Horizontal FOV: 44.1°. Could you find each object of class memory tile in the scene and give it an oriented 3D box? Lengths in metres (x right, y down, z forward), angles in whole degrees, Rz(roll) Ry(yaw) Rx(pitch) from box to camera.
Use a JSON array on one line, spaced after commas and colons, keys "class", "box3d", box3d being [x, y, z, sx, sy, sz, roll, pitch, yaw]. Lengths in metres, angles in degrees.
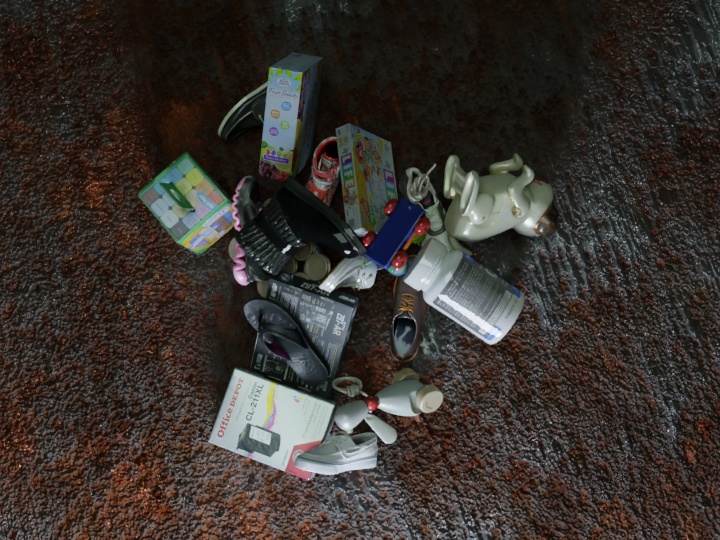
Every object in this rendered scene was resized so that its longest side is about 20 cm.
[{"class": "memory tile", "box3d": [-0.152, -0.025, 1.657, 0.153, 0.017, 0.200, -48, 65, 18]}]

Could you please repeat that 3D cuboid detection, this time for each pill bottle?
[{"class": "pill bottle", "box3d": [0.184, 0.034, 1.595, 0.200, 0.114, 0.114, 34, 86, -4]}]

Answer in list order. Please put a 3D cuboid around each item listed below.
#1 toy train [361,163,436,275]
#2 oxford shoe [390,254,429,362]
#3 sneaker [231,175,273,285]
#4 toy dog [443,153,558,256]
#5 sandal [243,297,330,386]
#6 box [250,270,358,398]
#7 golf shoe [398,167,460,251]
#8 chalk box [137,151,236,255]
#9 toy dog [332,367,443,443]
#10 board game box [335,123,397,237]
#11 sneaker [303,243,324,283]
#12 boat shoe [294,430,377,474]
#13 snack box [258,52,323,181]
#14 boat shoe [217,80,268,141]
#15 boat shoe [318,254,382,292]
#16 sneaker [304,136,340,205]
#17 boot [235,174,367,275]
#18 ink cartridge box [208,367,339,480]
[{"class": "toy train", "box3d": [0.094, -0.085, 1.584, 0.085, 0.116, 0.200, 33, 86, 22]}, {"class": "oxford shoe", "box3d": [0.093, 0.067, 1.636, 0.071, 0.073, 0.201, 3, 82, 6]}, {"class": "sneaker", "box3d": [-0.182, -0.073, 1.628, 0.095, 0.079, 0.201, 1, 98, 16]}, {"class": "toy dog", "box3d": [0.261, -0.111, 1.597, 0.199, 0.140, 0.195, 2, 104, -16]}, {"class": "sandal", "box3d": [-0.130, 0.128, 1.571, 0.075, 0.048, 0.201, -38, 99, 28]}, {"class": "box", "box3d": [-0.103, 0.116, 1.610, 0.160, 0.044, 0.201, 18, 117, 8]}, {"class": "golf shoe", "box3d": [0.125, -0.098, 1.651, 0.077, 0.088, 0.200, -26, 82, -1]}, {"class": "chalk box", "box3d": [-0.313, -0.125, 1.634, 0.124, 0.200, 0.125, -41, 82, -3]}, {"class": "toy dog", "box3d": [0.048, 0.252, 1.592, 0.199, 0.132, 0.097, -7, 117, -7]}, {"class": "board game box", "box3d": [0.017, -0.156, 1.635, 0.034, 0.134, 0.201, -17, 72, 33]}, {"class": "sneaker", "box3d": [-0.094, 0.037, 1.657, 0.088, 0.075, 0.201, -14, 78, 8]}, {"class": "boat shoe", "box3d": [-0.041, 0.314, 1.560, 0.073, 0.200, 0.066, 8, 90, 34]}, {"class": "snack box", "box3d": [-0.125, -0.282, 1.620, 0.067, 0.169, 0.201, 12, 113, 6]}, {"class": "boat shoe", "box3d": [-0.186, -0.310, 1.715, 0.200, 0.072, 0.068, -37, 78, -3]}, {"class": "boat shoe", "box3d": [0.000, 0.000, 1.606, 0.069, 0.200, 0.071, 52, 129, 2]}, {"class": "sneaker", "box3d": [-0.081, -0.156, 1.665, 0.067, 0.108, 0.202, 27, 85, 8]}, {"class": "boot", "box3d": [-0.103, -0.048, 1.541, 0.211, 0.079, 0.158, 41, 92, 25]}, {"class": "ink cartridge box", "box3d": [-0.157, 0.278, 1.623, 0.199, 0.083, 0.146, 19, 85, 7]}]
